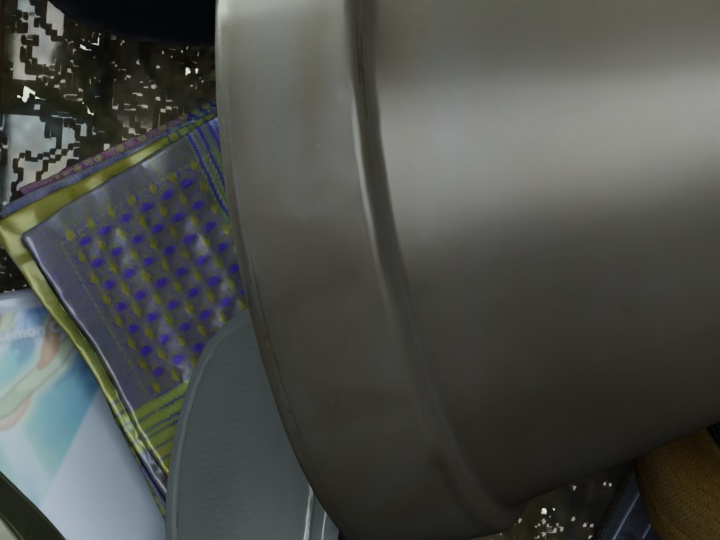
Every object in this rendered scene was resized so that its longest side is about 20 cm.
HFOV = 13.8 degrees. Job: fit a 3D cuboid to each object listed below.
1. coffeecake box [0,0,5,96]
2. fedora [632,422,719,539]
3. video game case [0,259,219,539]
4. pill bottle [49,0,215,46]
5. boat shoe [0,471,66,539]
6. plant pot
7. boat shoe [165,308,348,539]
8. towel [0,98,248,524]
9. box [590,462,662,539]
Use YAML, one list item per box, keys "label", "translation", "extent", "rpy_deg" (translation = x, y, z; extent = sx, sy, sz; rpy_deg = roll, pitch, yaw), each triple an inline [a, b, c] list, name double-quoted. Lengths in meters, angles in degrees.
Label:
- label: "coffeecake box"
  translation: [-0.146, -0.103, 0.900]
  extent: [0.073, 0.154, 0.201]
  rpy_deg: [2, 80, -3]
- label: "fedora"
  translation: [0.177, 0.027, 0.874]
  extent: [0.201, 0.200, 0.082]
  rpy_deg: [-55, 130, -12]
- label: "video game case"
  translation: [-0.126, 0.101, 0.919]
  extent: [0.200, 0.022, 0.183]
  rpy_deg: [-10, 80, -14]
- label: "pill bottle"
  translation: [-0.051, -0.178, 0.933]
  extent: [0.112, 0.112, 0.200]
  rpy_deg: [4, 71, -4]
- label: "boat shoe"
  translation: [-0.123, 0.095, 0.879]
  extent: [0.068, 0.075, 0.200]
  rpy_deg: [-35, 89, 2]
- label: "plant pot"
  translation: [0.072, -0.031, 0.823]
  extent: [0.173, 0.200, 0.200]
  rpy_deg: [-9, 79, 16]
- label: "boat shoe"
  translation: [-0.008, 0.106, 0.875]
  extent: [0.060, 0.074, 0.200]
  rpy_deg: [14, 53, -40]
- label: "towel"
  translation: [0.000, 0.000, 0.948]
  extent: [0.200, 0.023, 0.144]
  rpy_deg: [-27, 84, -17]
- label: "box"
  translation: [0.178, 0.104, 0.943]
  extent: [0.200, 0.048, 0.159]
  rpy_deg: [29, 78, 1]
